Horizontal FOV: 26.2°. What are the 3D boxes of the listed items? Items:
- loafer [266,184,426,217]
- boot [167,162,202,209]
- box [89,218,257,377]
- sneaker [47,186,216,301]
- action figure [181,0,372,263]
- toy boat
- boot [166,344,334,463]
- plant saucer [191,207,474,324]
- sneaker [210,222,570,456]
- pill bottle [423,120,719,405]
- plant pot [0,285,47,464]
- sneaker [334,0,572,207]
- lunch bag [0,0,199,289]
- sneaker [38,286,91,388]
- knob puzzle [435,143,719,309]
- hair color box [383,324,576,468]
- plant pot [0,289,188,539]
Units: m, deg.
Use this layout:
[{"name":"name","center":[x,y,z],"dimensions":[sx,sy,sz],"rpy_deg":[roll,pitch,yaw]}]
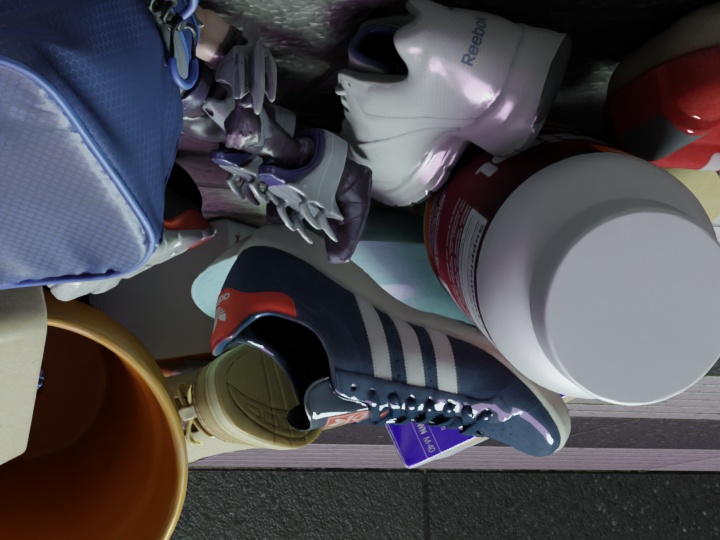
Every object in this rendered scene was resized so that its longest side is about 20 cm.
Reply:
[{"name":"loafer","center":[0.013,-0.032,0.993],"dimensions":[0.070,0.070,0.200],"rpy_deg":[-1,163,29]},{"name":"boot","center":[-0.198,-0.046,0.907],"dimensions":[0.200,0.073,0.144],"rpy_deg":[10,155,-41]},{"name":"box","center":[-0.144,0.033,1.178],"dimensions":[0.200,0.098,0.124],"rpy_deg":[-10,165,31]},{"name":"sneaker","center":[-0.128,-0.038,0.799],"dimensions":[0.077,0.082,0.200],"rpy_deg":[-27,-178,-1]},{"name":"action figure","center":[-0.073,-0.076,0.714],"dimensions":[0.130,0.069,0.200],"rpy_deg":[12,164,41]},{"name":"toy boat","center":[0.223,-0.052,0.766],"dimensions":[0.200,0.131,0.130],"rpy_deg":[3,167,-19]},{"name":"boot","center":[-0.103,0.094,1.044],"dimensions":[0.155,0.073,0.200],"rpy_deg":[-14,176,21]},{"name":"plant saucer","center":[0.000,0.000,0.920],"dimensions":[0.201,0.039,0.201],"rpy_deg":[0,160,0]},{"name":"sneaker","center":[0.012,0.060,0.807],"dimensions":[0.200,0.085,0.075],"rpy_deg":[29,149,-1]},{"name":"pill bottle","center":[0.102,-0.006,0.735],"dimensions":[0.113,0.113,0.200],"rpy_deg":[1,-168,-10]},{"name":"plant pot","center":[-0.258,0.013,0.770],"dimensions":[0.177,0.200,0.200],"rpy_deg":[-6,147,-22]},{"name":"sneaker","center":[0.025,-0.089,0.759],"dimensions":[0.087,0.075,0.200],"rpy_deg":[25,160,-15]},{"name":"lunch bag","center":[-0.155,-0.080,0.586],"dimensions":[0.200,0.133,0.136],"rpy_deg":[-6,144,14]},{"name":"sneaker","center":[-0.235,0.062,1.115],"dimensions":[0.078,0.200,0.070],"rpy_deg":[19,-151,-6]},{"name":"knob puzzle","center":[0.144,-0.032,0.996],"dimensions":[0.219,0.030,0.220],"rpy_deg":[-17,151,-10]},{"name":"hair color box","center":[0.115,0.046,0.902],"dimensions":[0.200,0.065,0.109],"rpy_deg":[-28,170,14]},{"name":"plant pot","center":[-0.217,0.094,0.981],"dimensions":[0.200,0.201,0.183],"rpy_deg":[1,-164,-12]}]
